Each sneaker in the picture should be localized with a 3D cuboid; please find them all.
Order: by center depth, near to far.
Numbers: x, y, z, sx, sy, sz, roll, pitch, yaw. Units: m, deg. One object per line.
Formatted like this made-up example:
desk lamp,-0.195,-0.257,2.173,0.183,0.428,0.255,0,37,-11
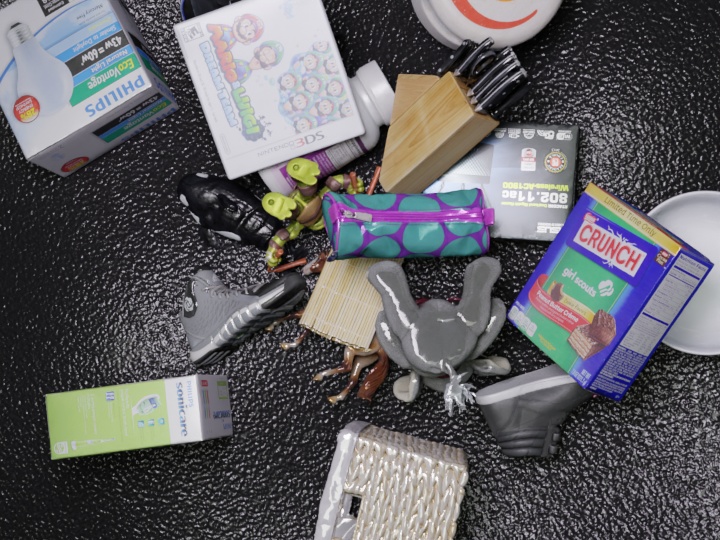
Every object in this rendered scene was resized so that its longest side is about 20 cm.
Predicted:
sneaker,0.251,0.174,1.466,0.199,0.071,0.100,-16,97,0
sneaker,-0.167,0.029,1.517,0.200,0.075,0.116,-35,72,24

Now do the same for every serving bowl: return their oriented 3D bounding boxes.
serving bowl,0.424,0.004,1.449,0.199,0.066,0.201,-1,86,9

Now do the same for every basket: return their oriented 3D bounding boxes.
basket,0.034,0.298,1.422,0.160,0.200,0.199,13,88,4

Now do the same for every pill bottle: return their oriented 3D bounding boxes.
pill bottle,-0.046,-0.185,1.513,0.200,0.112,0.113,-31,81,5

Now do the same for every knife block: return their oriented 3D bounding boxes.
knife block,0.122,-0.181,1.418,0.175,0.064,0.201,12,92,39

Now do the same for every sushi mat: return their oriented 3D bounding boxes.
sushi mat,0.000,0.000,1.511,0.095,0.012,0.201,20,71,7

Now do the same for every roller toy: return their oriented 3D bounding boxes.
roller toy,0.162,-0.366,1.462,0.199,0.140,0.183,1,96,-9

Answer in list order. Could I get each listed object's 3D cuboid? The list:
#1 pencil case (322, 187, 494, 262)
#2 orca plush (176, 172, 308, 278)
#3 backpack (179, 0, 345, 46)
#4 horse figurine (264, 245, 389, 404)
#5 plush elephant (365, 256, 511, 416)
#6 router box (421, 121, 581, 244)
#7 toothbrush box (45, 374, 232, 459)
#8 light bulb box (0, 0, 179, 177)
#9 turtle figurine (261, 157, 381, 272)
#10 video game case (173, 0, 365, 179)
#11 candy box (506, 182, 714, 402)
pencil case,0.055,-0.056,1.413,0.199,0.092,0.085,-3,78,-8
orca plush,-0.167,-0.065,1.542,0.105,0.071,0.200,-42,81,3
backpack,-0.143,-0.352,1.504,0.199,0.191,0.155,-17,67,7
horse figurine,-0.029,0.083,1.515,0.132,0.050,0.200,-41,72,-10
plush elephant,0.102,0.089,1.458,0.164,0.155,0.201,-9,76,-1
router box,0.178,-0.112,1.498,0.199,0.062,0.151,3,87,9
toothbrush box,-0.280,0.187,1.501,0.199,0.146,0.086,-7,84,9
light bulb box,-0.383,-0.266,1.565,0.198,0.125,0.200,-30,81,5
turtle figurine,-0.063,-0.089,1.471,0.200,0.161,0.064,-41,72,-2
video game case,-0.110,-0.234,1.433,0.181,0.024,0.201,-18,102,4
candy box,0.292,0.024,1.394,0.200,0.077,0.169,-58,41,12
